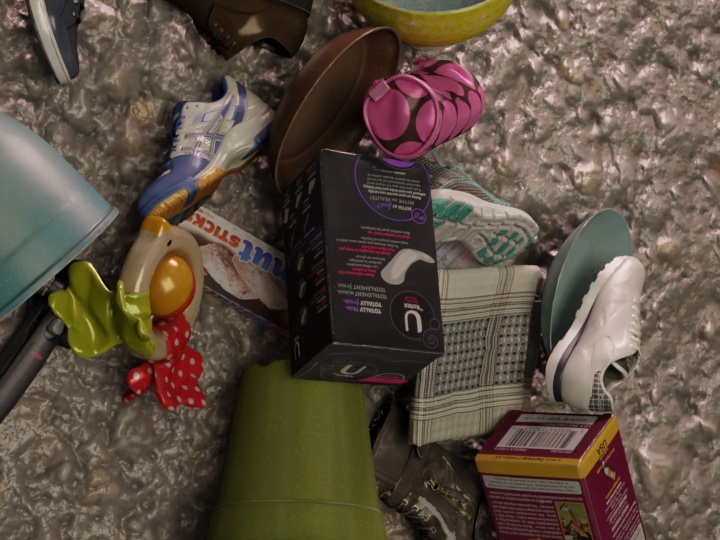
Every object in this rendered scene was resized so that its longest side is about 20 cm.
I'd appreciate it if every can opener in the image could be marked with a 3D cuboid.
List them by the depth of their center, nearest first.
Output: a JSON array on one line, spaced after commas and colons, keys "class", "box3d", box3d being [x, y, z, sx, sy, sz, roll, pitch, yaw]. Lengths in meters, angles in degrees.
[{"class": "can opener", "box3d": [-0.309, 0.075, 1.590, 0.079, 0.063, 0.201, 42, 70, -22]}]

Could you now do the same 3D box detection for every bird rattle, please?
[{"class": "bird rattle", "box3d": [-0.188, 0.040, 1.600, 0.200, 0.112, 0.164, 42, 64, -53]}]

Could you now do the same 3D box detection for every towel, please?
[{"class": "towel", "box3d": [0.130, 0.089, 1.797, 0.199, 0.034, 0.194, -1, 99, -48]}]

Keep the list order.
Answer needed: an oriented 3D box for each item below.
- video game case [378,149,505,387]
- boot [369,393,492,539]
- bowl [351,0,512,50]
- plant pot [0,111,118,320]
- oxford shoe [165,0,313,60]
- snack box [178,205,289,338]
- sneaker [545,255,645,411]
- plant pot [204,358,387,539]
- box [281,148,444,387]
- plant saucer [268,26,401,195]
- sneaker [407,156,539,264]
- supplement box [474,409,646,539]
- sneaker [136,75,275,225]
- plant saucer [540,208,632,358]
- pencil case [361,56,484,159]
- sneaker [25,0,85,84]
[{"class": "video game case", "box3d": [0.045, -0.009, 1.781, 0.200, 0.045, 0.182, -42, 110, -32]}, {"class": "boot", "box3d": [0.052, 0.253, 1.786, 0.174, 0.069, 0.201, 31, 65, -24]}, {"class": "bowl", "box3d": [0.074, -0.296, 1.768, 0.200, 0.200, 0.108, -35, 148, -24]}, {"class": "plant pot", "box3d": [-0.352, -0.059, 1.504, 0.200, 0.200, 0.188, -45, 102, -22]}, {"class": "oxford shoe", "box3d": [-0.140, -0.257, 1.684, 0.199, 0.073, 0.085, 12, 85, -28]}, {"class": "snack box", "box3d": [-0.118, 0.002, 1.716, 0.199, 0.024, 0.072, 30, 72, -25]}, {"class": "sneaker", "box3d": [0.274, 0.071, 1.829, 0.201, 0.080, 0.077, -59, 143, -28]}, {"class": "plant pot", "box3d": [-0.062, 0.192, 1.671, 0.199, 0.200, 0.191, 10, 71, -28]}, {"class": "box", "box3d": [0.000, 0.000, 1.635, 0.121, 0.106, 0.201, 7, 65, -24]}, {"class": "plant saucer", "box3d": [-0.033, -0.167, 1.699, 0.037, 0.201, 0.201, 36, 68, 16]}, {"class": "sneaker", "box3d": [0.113, -0.070, 1.767, 0.200, 0.078, 0.092, 22, 35, -49]}, {"class": "supplement box", "box3d": [0.220, 0.259, 1.801, 0.103, 0.130, 0.201, -43, 124, -47]}, {"class": "sneaker", "box3d": [-0.166, -0.116, 1.661, 0.088, 0.075, 0.200, 45, 49, 0]}, {"class": "plant saucer", "box3d": [0.242, 0.027, 1.873, 0.201, 0.038, 0.202, -29, 125, -51]}, {"class": "pencil case", "box3d": [0.061, -0.168, 1.716, 0.090, 0.200, 0.094, -31, 92, 18]}, {"class": "sneaker", "box3d": [-0.249, -0.287, 1.600, 0.145, 0.077, 0.204, -10, 94, -7]}]
